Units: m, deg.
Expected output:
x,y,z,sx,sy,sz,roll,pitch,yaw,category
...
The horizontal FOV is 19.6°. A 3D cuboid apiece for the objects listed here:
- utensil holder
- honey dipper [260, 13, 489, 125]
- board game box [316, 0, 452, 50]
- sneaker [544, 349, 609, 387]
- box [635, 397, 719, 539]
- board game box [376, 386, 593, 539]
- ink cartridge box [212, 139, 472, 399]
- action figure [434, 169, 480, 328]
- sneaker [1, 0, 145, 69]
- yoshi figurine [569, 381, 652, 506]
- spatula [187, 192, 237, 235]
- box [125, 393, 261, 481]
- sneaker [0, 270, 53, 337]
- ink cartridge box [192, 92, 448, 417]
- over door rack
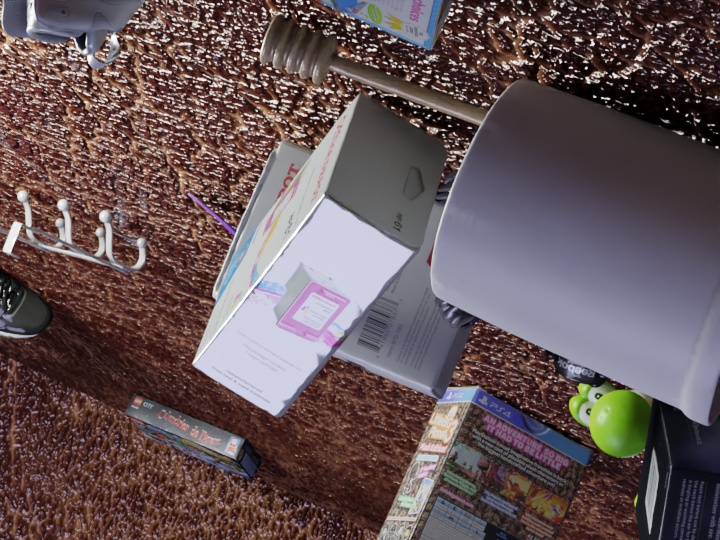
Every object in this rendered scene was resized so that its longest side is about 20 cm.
x,y,z,sx,sy,sz,roll,pitch,yaw,category
0.167,-0.017,1.354,0.199,0.171,0.170,23,166,17,utensil holder
0.028,-0.129,1.454,0.199,0.038,0.038,20,165,7,honey dipper
-0.004,-0.205,1.233,0.134,0.034,0.200,24,165,3,board game box
0.188,0.037,1.642,0.071,0.098,0.201,23,164,13,sneaker
0.325,0.182,1.636,0.197,0.124,0.200,7,-164,2,box
0.133,0.251,2.276,0.159,0.201,0.097,30,166,-17,board game box
0.000,0.000,1.714,0.199,0.146,0.083,23,176,11,ink cartridge box
0.101,-0.021,1.556,0.101,0.120,0.200,-4,170,-23,action figure
-0.214,-0.221,1.358,0.200,0.115,0.075,33,163,-28,sneaker
0.287,0.167,1.947,0.199,0.113,0.112,27,150,0,yoshi figurine
-0.078,-0.025,2.010,0.199,0.021,0.057,24,178,-6,spatula
-0.263,0.265,3.304,0.199,0.038,0.137,21,165,16,box
-0.505,0.026,2.800,0.199,0.076,0.088,27,159,-7,sneaker
-0.029,-0.012,1.554,0.084,0.145,0.200,32,125,-12,ink cartridge box
-0.345,-0.048,2.248,0.147,0.067,0.200,13,-178,39,over door rack
